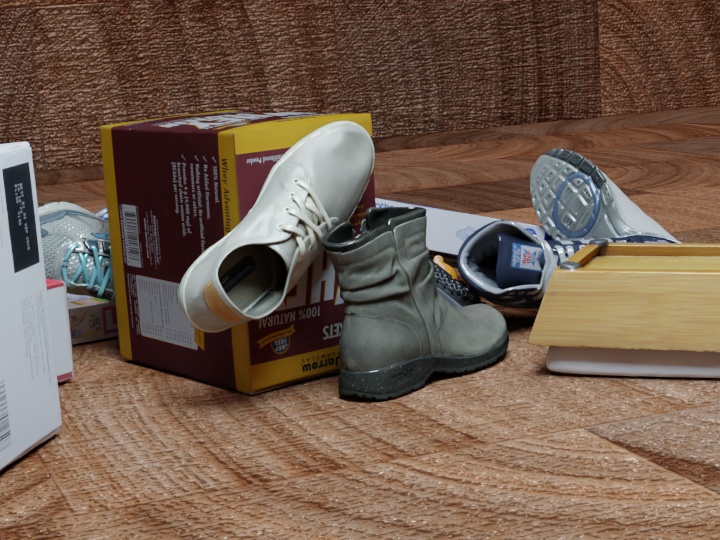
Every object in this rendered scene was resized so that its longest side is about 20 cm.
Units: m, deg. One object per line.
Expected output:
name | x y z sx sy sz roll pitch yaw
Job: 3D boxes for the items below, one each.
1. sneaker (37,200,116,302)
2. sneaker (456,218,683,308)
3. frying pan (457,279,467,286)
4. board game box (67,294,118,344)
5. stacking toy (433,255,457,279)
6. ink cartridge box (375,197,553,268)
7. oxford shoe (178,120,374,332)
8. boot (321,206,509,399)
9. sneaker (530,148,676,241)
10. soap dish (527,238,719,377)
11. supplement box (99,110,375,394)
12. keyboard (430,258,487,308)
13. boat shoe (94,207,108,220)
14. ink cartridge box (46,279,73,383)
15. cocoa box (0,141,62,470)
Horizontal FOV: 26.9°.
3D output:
sneaker | -0.214 -0.009 1.295 0.086 0.078 0.199 22 13 38
sneaker | 0.178 -0.003 1.271 0.198 0.071 0.108 -2 -12 22
frying pan | 0.027 0.001 1.545 0.114 0.031 0.190 -8 7 -14
board game box | -0.238 0.033 1.424 0.198 0.035 0.134 -9 11 -31
stacking toy | 0.000 0.000 1.383 0.198 0.117 0.110 5 8 -25
ink cartridge box | 0.103 -0.027 1.452 0.198 0.045 0.094 11 -7 30
oxford shoe | -0.049 -0.031 1.082 0.200 0.075 0.058 -48 22 -26
boot | 0.049 0.013 1.137 0.067 0.132 0.199 4 12 36
sneaker | 0.231 -0.032 1.362 0.200 0.075 0.087 47 16 21
soap dish | 0.240 0.025 1.140 0.198 0.082 0.157 1 11 22
supplement box | -0.096 -0.024 1.212 0.132 0.200 0.199 -11 13 -38
keyboard | 0.035 -0.025 1.315 0.199 0.040 0.104 37 19 7
boat shoe | -0.185 -0.030 1.497 0.198 0.073 0.072 3 0 -30
ink cartridge box | -0.349 0.052 1.205 0.199 0.085 0.144 6 14 40
cocoa box | -0.288 0.026 0.983 0.130 0.202 0.133 -2 10 13
